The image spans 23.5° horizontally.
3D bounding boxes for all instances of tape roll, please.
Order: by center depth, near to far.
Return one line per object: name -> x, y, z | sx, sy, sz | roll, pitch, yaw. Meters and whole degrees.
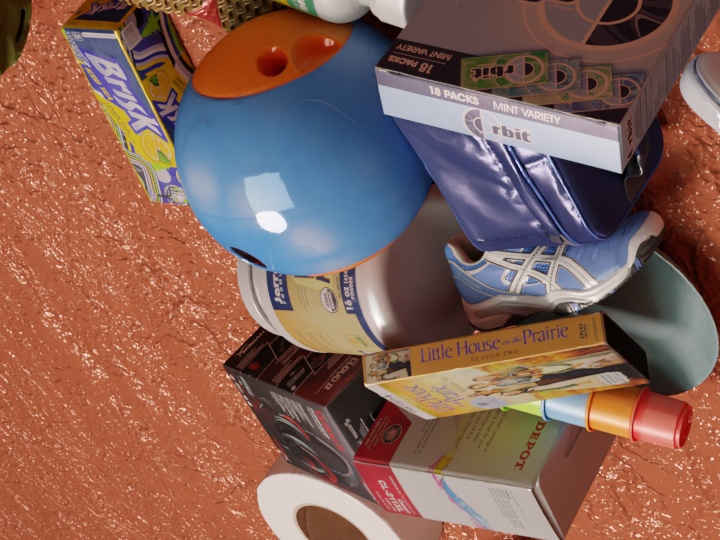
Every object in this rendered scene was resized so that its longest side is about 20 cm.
tape roll -> -0.012, 0.265, 1.893 | 0.201, 0.071, 0.203 | 23, 144, 18

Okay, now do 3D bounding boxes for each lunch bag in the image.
lunch bag -> 0.130, -0.107, 1.246 | 0.132, 0.136, 0.201 | -6, 128, 45

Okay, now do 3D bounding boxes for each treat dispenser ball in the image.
treat dispenser ball -> -0.041, -0.097, 1.308 | 0.200, 0.201, 0.202 | 23, 145, 18

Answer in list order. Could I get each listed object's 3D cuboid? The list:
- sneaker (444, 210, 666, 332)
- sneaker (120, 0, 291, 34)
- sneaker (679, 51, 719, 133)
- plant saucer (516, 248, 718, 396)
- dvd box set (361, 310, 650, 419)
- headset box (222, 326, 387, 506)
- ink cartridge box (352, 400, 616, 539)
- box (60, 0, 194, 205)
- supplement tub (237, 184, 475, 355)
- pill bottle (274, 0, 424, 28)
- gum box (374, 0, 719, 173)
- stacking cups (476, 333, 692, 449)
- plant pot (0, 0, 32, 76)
sneaker -> 0.144, -0.011, 1.337 | 0.199, 0.076, 0.077 | -21, 107, 40
sneaker -> -0.103, -0.237, 1.362 | 0.199, 0.091, 0.075 | 19, 144, -23
sneaker -> 0.314, -0.107, 1.155 | 0.199, 0.073, 0.071 | 23, 137, 3
plant saucer -> 0.206, 0.021, 1.426 | 0.200, 0.039, 0.202 | 23, 145, 17
dvd box set -> 0.119, 0.079, 1.389 | 0.198, 0.030, 0.146 | -11, 160, 19
headset box -> -0.025, 0.142, 1.708 | 0.199, 0.075, 0.149 | 17, 145, 50
ink cartridge box -> 0.116, 0.154, 1.571 | 0.199, 0.146, 0.083 | 5, 138, 38
box -> -0.184, -0.153, 1.536 | 0.070, 0.064, 0.201 | 8, 137, 34
supplement tub -> 0.000, 0.000, 1.477 | 0.199, 0.145, 0.145 | 1, 134, 50
pill bottle -> -0.037, -0.244, 1.246 | 0.199, 0.113, 0.113 | 23, 145, 18
gum box -> 0.130, -0.162, 1.120 | 0.169, 0.201, 0.045 | 16, 143, 25
stacking cups -> 0.182, 0.110, 1.472 | 0.199, 0.061, 0.061 | 17, 143, 23
plant pot -> -0.402, -0.238, 1.536 | 0.188, 0.201, 0.201 | 6, 138, 19
